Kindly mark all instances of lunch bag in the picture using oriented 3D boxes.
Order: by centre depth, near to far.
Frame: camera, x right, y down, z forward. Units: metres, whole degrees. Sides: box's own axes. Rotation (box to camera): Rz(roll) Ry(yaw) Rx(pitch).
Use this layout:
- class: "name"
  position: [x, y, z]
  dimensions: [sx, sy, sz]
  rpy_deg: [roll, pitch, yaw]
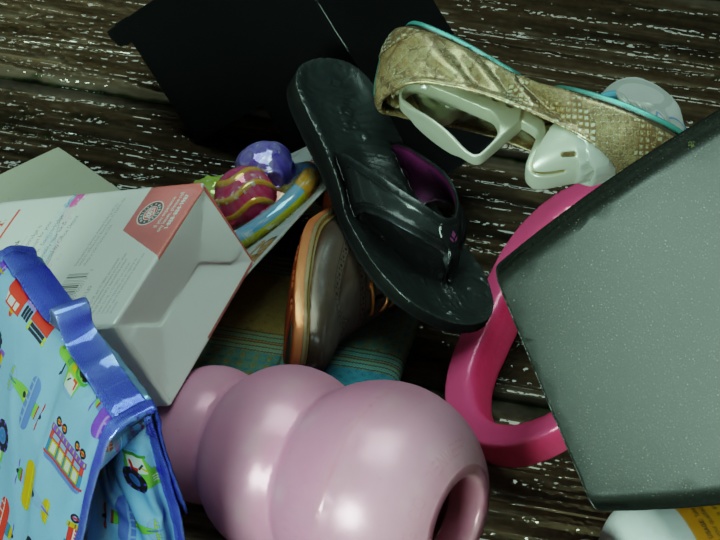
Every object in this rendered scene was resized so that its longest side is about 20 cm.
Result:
- class: "lunch bag"
  position: [-0.153, 0.094, 1.252]
  dimensions: [0.094, 0.200, 0.151]
  rpy_deg: [-17, 43, -24]

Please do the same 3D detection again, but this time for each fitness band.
- class: "fitness band"
  position: [0.125, 0.027, 1.413]
  dimensions: [0.143, 0.037, 0.200]
  rpy_deg: [1, 54, 45]

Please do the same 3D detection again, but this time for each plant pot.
- class: "plant pot"
  position: [0.183, 0.022, 1.246]
  dimensions: [0.177, 0.200, 0.200]
  rpy_deg: [-23, 0, 15]

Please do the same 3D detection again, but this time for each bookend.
- class: "bookend"
  position: [-0.037, -0.129, 1.616]
  dimensions: [0.092, 0.199, 0.200]
  rpy_deg: [-37, 97, -40]

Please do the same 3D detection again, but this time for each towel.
- class: "towel"
  position: [-0.042, 0.042, 1.476]
  dimensions: [0.146, 0.022, 0.200]
  rpy_deg: [11, 37, 8]

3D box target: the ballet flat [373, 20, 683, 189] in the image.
- class: "ballet flat"
  position: [0.097, -0.084, 1.440]
  dimensions: [0.200, 0.071, 0.065]
  rpy_deg: [22, 69, 18]

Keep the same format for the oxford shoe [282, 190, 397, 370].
- class: "oxford shoe"
  position: [0.000, 0.000, 1.462]
  dimensions: [0.073, 0.071, 0.200]
  rpy_deg: [14, 36, 6]

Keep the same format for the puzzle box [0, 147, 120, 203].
- class: "puzzle box"
  position: [-0.225, -0.003, 1.512]
  dimensions: [0.200, 0.025, 0.133]
  rpy_deg: [-29, 49, -35]

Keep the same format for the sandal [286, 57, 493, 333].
- class: "sandal"
  position: [0.018, -0.051, 1.443]
  dimensions: [0.075, 0.048, 0.201]
  rpy_deg: [-15, 65, -38]

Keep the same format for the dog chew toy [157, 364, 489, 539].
- class: "dog chew toy"
  position: [-0.031, 0.108, 1.318]
  dimensions: [0.200, 0.125, 0.125]
  rpy_deg: [17, 39, 30]

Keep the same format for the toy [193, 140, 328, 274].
- class: "toy"
  position: [-0.080, -0.036, 1.482]
  dimensions: [0.115, 0.047, 0.200]
  rpy_deg: [-16, 29, 47]

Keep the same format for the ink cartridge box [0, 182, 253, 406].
- class: "ink cartridge box"
  position: [-0.175, 0.018, 1.389]
  dimensions: [0.200, 0.068, 0.117]
  rpy_deg: [-3, 42, 36]

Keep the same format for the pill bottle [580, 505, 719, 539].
- class: "pill bottle"
  position: [0.191, 0.165, 1.261]
  dimensions: [0.200, 0.111, 0.111]
  rpy_deg: [-11, 40, -18]

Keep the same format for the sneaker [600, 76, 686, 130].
- class: "sneaker"
  position: [0.177, -0.090, 1.595]
  dimensions: [0.075, 0.087, 0.200]
  rpy_deg: [-8, 30, 12]
